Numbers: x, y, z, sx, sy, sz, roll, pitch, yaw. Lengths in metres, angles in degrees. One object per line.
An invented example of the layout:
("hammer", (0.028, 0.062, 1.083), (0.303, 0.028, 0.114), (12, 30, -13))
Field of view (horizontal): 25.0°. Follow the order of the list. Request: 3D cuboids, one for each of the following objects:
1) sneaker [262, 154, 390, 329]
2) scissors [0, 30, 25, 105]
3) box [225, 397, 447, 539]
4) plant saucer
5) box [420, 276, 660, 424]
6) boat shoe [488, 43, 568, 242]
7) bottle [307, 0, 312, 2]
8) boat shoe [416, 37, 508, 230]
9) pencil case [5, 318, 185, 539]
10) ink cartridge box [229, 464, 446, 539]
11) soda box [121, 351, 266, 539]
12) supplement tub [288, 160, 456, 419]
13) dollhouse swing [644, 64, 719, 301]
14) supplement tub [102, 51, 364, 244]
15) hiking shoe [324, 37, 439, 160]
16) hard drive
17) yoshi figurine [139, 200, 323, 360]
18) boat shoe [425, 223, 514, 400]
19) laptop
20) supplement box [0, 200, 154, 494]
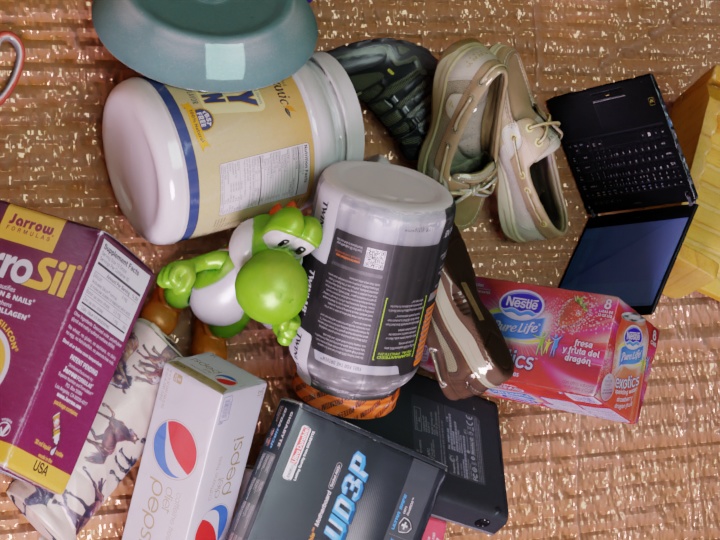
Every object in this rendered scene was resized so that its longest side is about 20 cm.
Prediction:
("sneaker", (0.000, 0.000, 1.503), (0.112, 0.073, 0.201), (43, 68, -18))
("scissors", (-0.343, -0.117, 1.363), (0.073, 0.014, 0.202), (25, 75, -26))
("box", (-0.031, 0.231, 1.386), (0.158, 0.046, 0.202), (26, 82, -24))
("plant saucer", (-0.132, -0.230, 1.396), (0.197, 0.036, 0.201), (7, 44, -7))
("box", (0.163, 0.070, 1.504), (0.099, 0.198, 0.097), (32, 71, -50))
("boat shoe", (0.164, -0.123, 1.571), (0.074, 0.066, 0.202), (-42, 127, -46))
("bottle", (-0.091, -0.341, 1.479), (0.084, 0.065, 0.201), (-45, 107, -21))
("boat shoe", (0.102, -0.115, 1.512), (0.073, 0.063, 0.203), (-17, 131, -30))
("pencil case", (-0.218, 0.142, 1.377), (0.201, 0.077, 0.090), (-54, 146, -18))
("ink cartridge box", (-0.035, 0.270, 1.463), (0.198, 0.085, 0.149), (20, 78, -24))
("soda box", (-0.145, 0.176, 1.369), (0.063, 0.068, 0.202), (-9, 119, -56))
("supplement tub", (0.005, 0.018, 1.398), (0.121, 0.123, 0.202), (1, 114, -27))
("dollhouse swing", (0.392, -0.068, 1.668), (0.174, 0.182, 0.202), (19, 77, -4))
("supplement tub", (-0.110, -0.112, 1.412), (0.198, 0.144, 0.146), (-16, 95, -27))
("hiking shoe", (0.044, -0.158, 1.534), (0.198, 0.076, 0.102), (6, 81, -28))
("hard drive", (0.043, 0.153, 1.500), (0.198, 0.033, 0.141), (22, 44, -24))
("yoshi figurine", (-0.105, 0.022, 1.368), (0.112, 0.200, 0.113), (-16, 75, -45))
("boat shoe", (0.064, 0.021, 1.465), (0.074, 0.074, 0.204), (11, 53, -57))
("laptop", (0.230, -0.068, 1.570), (0.103, 0.177, 0.202), (-26, 100, -27))
("supplement box", (-0.274, 0.060, 1.309), (0.202, 0.130, 0.103), (-70, 156, -14))
